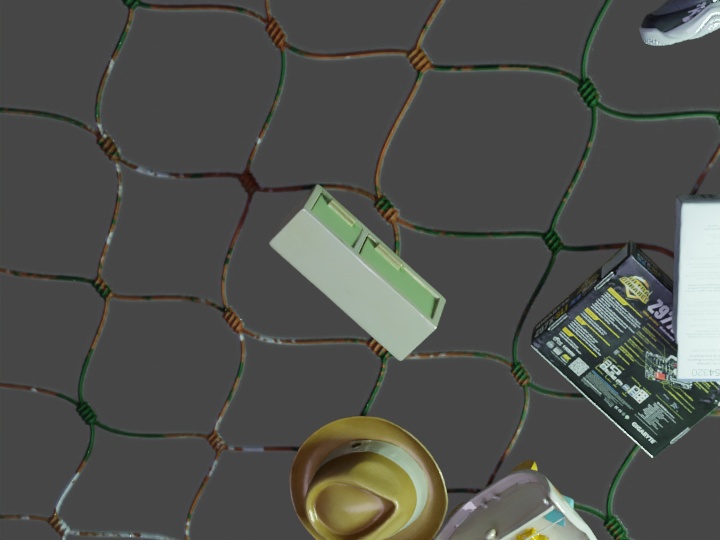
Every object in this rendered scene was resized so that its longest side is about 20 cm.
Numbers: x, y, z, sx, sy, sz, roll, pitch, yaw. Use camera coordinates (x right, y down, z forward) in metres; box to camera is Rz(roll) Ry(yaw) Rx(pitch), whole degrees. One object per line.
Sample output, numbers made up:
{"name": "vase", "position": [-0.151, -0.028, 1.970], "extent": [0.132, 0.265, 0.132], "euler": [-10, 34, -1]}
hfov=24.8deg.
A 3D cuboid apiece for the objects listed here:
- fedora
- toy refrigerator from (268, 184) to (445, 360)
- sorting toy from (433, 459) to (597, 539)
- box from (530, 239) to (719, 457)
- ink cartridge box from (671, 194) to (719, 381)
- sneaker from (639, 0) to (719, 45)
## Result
{"name": "fedora", "position": [0.000, 0.270, 1.930], "extent": [0.200, 0.082, 0.201], "euler": [5, 106, 18]}
{"name": "toy refrigerator", "position": [0.000, 0.000, 1.827], "extent": [0.200, 0.076, 0.070], "euler": [42, 116, -8]}
{"name": "sorting toy", "position": [0.205, 0.337, 1.930], "extent": [0.200, 0.107, 0.180], "euler": [-36, 110, 25]}
{"name": "box", "position": [0.314, 0.090, 1.815], "extent": [0.200, 0.049, 0.160], "euler": [42, 113, -8]}
{"name": "ink cartridge box", "position": [0.431, 0.017, 1.733], "extent": [0.196, 0.043, 0.200], "euler": [0, 108, 2]}
{"name": "sneaker", "position": [0.352, -0.308, 1.612], "extent": [0.200, 0.076, 0.114], "euler": [-26, 106, 16]}
